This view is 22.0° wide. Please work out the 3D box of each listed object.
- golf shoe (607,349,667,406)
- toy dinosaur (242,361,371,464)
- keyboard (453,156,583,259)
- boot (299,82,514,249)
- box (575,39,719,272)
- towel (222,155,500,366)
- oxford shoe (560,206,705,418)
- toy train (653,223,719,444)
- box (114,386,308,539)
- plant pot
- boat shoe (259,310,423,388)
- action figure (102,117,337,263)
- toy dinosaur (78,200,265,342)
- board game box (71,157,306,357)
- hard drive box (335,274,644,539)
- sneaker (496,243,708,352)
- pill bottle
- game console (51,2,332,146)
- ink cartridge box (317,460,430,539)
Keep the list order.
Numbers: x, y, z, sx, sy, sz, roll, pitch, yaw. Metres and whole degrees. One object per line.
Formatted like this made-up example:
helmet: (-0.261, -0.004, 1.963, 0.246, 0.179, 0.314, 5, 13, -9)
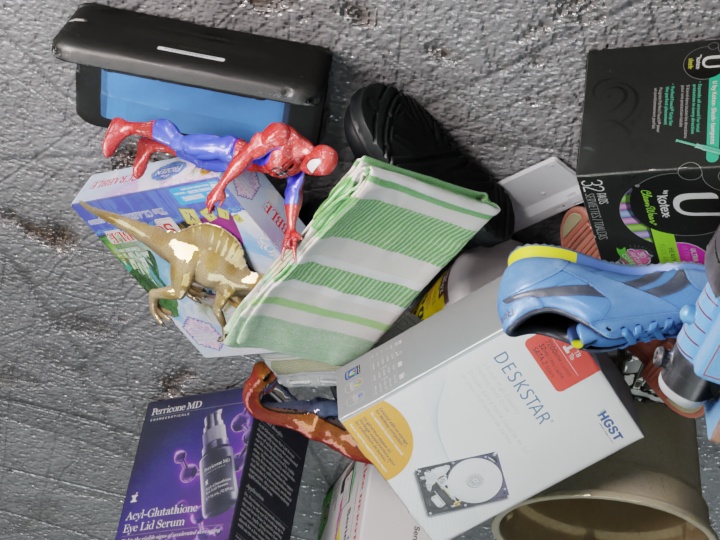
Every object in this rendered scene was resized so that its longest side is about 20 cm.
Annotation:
golf shoe: (0.232, 0.082, 1.566, 0.199, 0.095, 0.078, -27, 164, 2)
toy dinosaur: (-0.022, 0.137, 1.750, 0.181, 0.201, 0.105, -5, 143, -39)
keyboard: (0.106, -0.046, 1.561, 0.199, 0.011, 0.056, -25, 128, 40)
boot: (0.006, -0.057, 1.506, 0.167, 0.077, 0.200, -20, 139, 34)
box: (0.272, -0.079, 1.362, 0.198, 0.125, 0.149, -3, 144, 18)
towel: (0.000, 0.000, 1.444, 0.152, 0.023, 0.200, 13, 128, -41)
oxford shoe: (0.239, 0.026, 1.523, 0.074, 0.201, 0.071, -25, 166, -35)
toy train: (0.283, 0.033, 1.299, 0.113, 0.087, 0.201, 19, 125, -6)
box: (-0.150, 0.231, 1.865, 0.147, 0.201, 0.104, -12, 141, 28)
plant pot: (0.225, 0.157, 1.663, 0.199, 0.185, 0.201, 7, 152, 4)
boat shoe: (-0.009, 0.076, 1.613, 0.201, 0.074, 0.065, -1, 124, 42)
action figure: (-0.107, -0.064, 1.401, 0.199, 0.100, 0.065, 1, 162, 32)
toy dinosaur: (-0.138, -0.004, 1.520, 0.199, 0.058, 0.101, 24, 132, 1)
board game box: (-0.117, -0.010, 1.568, 0.199, 0.041, 0.200, -7, 131, 45)
hard drive box: (0.103, 0.107, 1.499, 0.199, 0.077, 0.156, -31, 117, 14)
sneaker: (0.200, 0.035, 1.370, 0.198, 0.079, 0.066, 7, 144, 3)
pill bottle: (0.095, 0.060, 1.625, 0.109, 0.110, 0.200, 18, 149, -13)
game console: (-0.128, -0.125, 1.406, 0.198, 0.176, 0.117, 10, 111, -1)
ink cartridge box: (0.016, 0.272, 1.932, 0.083, 0.146, 0.200, 16, 146, -10)
